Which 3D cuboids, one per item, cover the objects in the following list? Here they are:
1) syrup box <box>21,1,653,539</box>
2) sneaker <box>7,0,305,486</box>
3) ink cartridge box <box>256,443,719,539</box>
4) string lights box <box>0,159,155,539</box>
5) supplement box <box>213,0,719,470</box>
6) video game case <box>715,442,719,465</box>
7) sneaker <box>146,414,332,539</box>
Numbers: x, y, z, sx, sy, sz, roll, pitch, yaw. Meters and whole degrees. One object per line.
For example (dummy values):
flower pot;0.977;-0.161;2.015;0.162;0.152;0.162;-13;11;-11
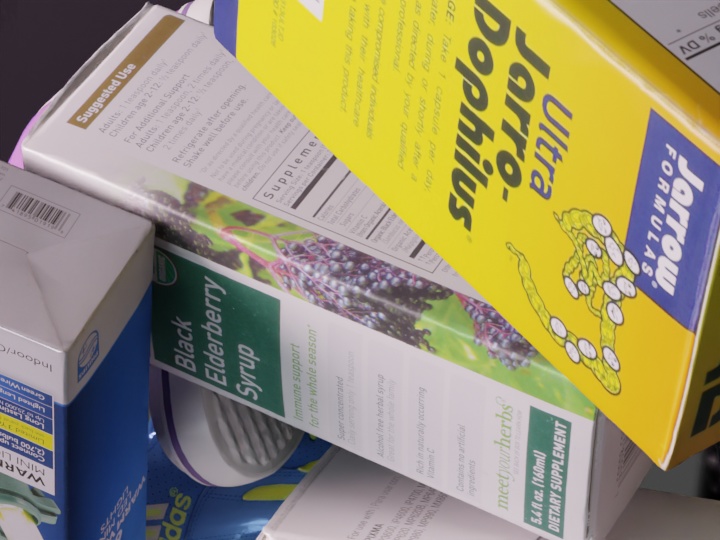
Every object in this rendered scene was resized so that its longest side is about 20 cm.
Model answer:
syrup box;0.000;0.000;0.912;0.200;0.081;0.079;22;140;19
sneaker;-0.076;0.004;1.042;0.114;0.073;0.201;-24;44;24
ink cartridge box;0.070;0.145;0.931;0.200;0.085;0.146;7;112;14
string lights box;-0.123;0.048;0.948;0.103;0.059;0.200;22;142;12
supplement box;0.062;-0.065;0.777;0.200;0.109;0.110;45;146;33
video game case;0.155;0.002;0.831;0.181;0.025;0.200;28;139;48
sneaker;-0.018;0.073;1.025;0.200;0.076;0.105;-37;86;19
